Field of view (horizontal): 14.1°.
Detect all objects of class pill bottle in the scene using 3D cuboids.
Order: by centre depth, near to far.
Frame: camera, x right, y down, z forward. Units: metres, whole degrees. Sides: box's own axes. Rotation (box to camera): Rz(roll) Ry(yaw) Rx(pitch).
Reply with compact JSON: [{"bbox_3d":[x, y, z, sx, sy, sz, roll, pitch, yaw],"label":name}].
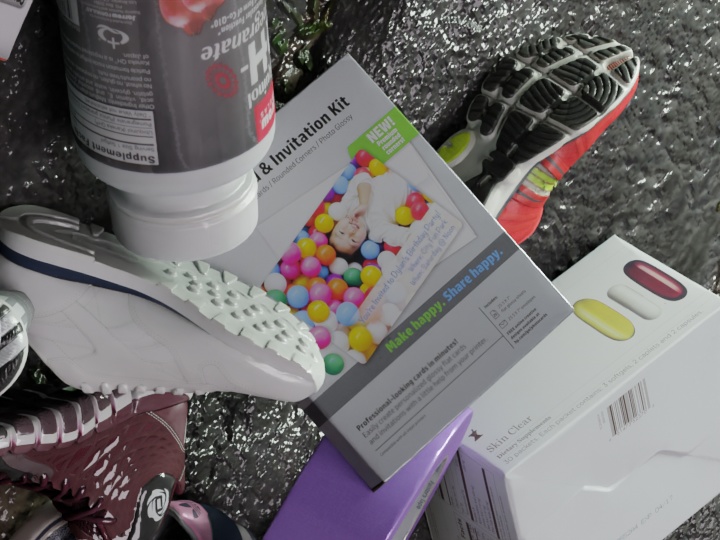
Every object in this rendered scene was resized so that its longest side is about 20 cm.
[{"bbox_3d":[-0.102,-0.109,1.553,0.110,0.111,0.201,-26,130,-30],"label":"pill bottle"}]

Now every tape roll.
[{"bbox_3d":[-0.009,0.154,1.756,0.201,0.065,0.200,-59,173,-12],"label":"tape roll"}]

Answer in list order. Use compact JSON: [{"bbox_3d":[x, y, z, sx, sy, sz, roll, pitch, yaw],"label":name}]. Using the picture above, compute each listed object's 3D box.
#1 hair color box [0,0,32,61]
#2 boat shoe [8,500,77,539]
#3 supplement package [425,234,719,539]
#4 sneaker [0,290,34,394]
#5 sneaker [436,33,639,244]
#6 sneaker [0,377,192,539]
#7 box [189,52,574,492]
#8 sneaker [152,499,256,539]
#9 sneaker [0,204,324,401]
[{"bbox_3d":[-0.241,-0.180,1.417,0.200,0.061,0.102,17,101,-46],"label":"hair color box"},{"bbox_3d":[-0.182,0.239,1.698,0.075,0.093,0.201,11,106,-46],"label":"boat shoe"},{"bbox_3d":[0.143,0.106,1.912,0.200,0.111,0.156,-36,134,-23],"label":"supplement package"},{"bbox_3d":[-0.252,0.070,1.550,0.199,0.116,0.075,-28,98,11],"label":"sneaker"},{"bbox_3d":[0.095,-0.064,1.807,0.200,0.077,0.085,-44,148,-5],"label":"sneaker"},{"bbox_3d":[-0.170,0.123,1.636,0.199,0.076,0.116,-14,107,-37],"label":"sneaker"},{"bbox_3d":[0.000,0.000,1.669,0.156,0.200,0.041,-40,177,-17],"label":"box"},{"bbox_3d":[-0.143,0.225,1.748,0.200,0.070,0.082,-60,142,-9],"label":"sneaker"},{"bbox_3d":[-0.117,0.035,1.600,0.199,0.076,0.081,22,105,-2],"label":"sneaker"}]
